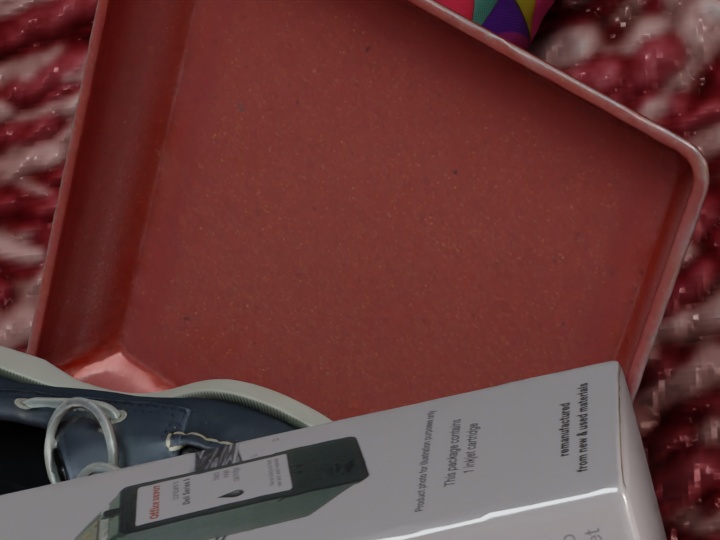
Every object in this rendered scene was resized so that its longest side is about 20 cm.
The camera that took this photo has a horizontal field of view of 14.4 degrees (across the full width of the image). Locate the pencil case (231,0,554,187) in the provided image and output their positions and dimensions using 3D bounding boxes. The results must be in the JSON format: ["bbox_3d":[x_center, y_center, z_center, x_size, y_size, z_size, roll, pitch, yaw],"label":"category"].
[{"bbox_3d":[0.017,-0.093,0.926,0.088,0.088,0.201,20,70,25],"label":"pencil case"}]

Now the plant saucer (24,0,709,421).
[{"bbox_3d":[0.000,0.000,0.835,0.199,0.201,0.037,31,36,23],"label":"plant saucer"}]

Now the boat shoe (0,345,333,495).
[{"bbox_3d":[-0.078,0.065,0.855,0.199,0.075,0.062,16,31,29],"label":"boat shoe"}]

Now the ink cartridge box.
[{"bbox_3d":[-0.009,0.124,0.770,0.199,0.147,0.084,-14,20,9],"label":"ink cartridge box"}]
